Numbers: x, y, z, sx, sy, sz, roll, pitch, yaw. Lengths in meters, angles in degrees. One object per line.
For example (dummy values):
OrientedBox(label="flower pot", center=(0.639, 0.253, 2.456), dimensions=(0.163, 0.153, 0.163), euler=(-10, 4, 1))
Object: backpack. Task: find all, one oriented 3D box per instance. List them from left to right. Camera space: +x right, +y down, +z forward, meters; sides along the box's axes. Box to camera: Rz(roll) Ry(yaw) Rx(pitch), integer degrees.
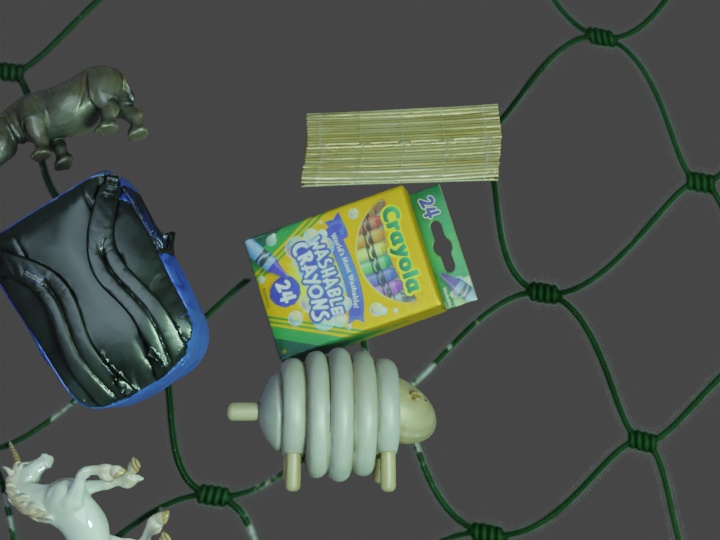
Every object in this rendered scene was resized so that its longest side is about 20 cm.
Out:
OrientedBox(label="backpack", center=(-0.234, 0.028, 1.675), dimensions=(0.162, 0.168, 0.201), euler=(-33, 81, 6))

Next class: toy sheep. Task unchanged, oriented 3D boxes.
OrientedBox(label="toy sheep", center=(-0.027, 0.139, 1.643), dimensions=(0.199, 0.138, 0.139), euler=(1, 81, -9))

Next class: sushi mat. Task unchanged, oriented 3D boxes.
OrientedBox(label="sushi mat", center=(0.040, -0.122, 1.711), dimensions=(0.199, 0.012, 0.096), euler=(-2, 51, 9))

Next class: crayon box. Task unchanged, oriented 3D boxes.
OrientedBox(label="crayon box", center=(0.000, 0.000, 1.699), dimensions=(0.199, 0.052, 0.126), euler=(-19, 79, 6))

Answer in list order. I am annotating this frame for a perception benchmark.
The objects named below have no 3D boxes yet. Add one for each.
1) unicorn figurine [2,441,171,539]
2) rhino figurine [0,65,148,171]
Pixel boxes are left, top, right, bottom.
OrientedBox(label="unicorn figurine", center=(-0.266, 0.235, 1.693), dimensions=(0.137, 0.074, 0.201), euler=(-26, 83, 16))
OrientedBox(label="rhino figurine", center=(-0.319, -0.148, 1.771), dimensions=(0.199, 0.060, 0.088), euler=(-19, 65, 8))
